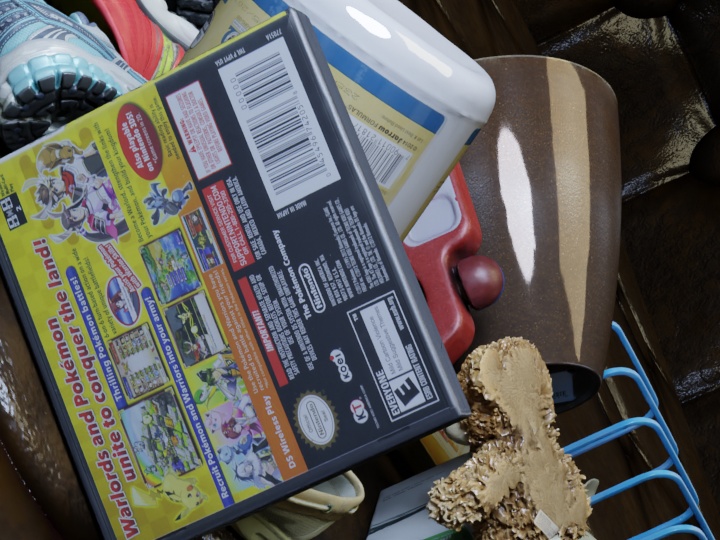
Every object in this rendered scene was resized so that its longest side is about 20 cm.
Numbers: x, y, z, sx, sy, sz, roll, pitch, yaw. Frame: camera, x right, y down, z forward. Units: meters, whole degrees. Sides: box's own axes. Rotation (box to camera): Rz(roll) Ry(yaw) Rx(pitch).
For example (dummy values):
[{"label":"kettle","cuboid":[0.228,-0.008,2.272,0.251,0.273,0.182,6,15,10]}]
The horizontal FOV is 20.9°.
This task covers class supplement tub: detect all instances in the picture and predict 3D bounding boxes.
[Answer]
[{"label":"supplement tub","cuboid":[-0.041,-0.050,0.981,0.144,0.201,0.145,34,11,-7]}]

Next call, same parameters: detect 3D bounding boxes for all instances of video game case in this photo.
[{"label":"video game case","cuboid":[-0.068,0.009,0.895,0.202,0.180,0.025,67,14,9]}]

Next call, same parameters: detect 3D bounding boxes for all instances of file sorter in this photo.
[{"label":"file sorter","cuboid":[0.163,0.155,1.335,0.139,0.122,0.201,55,14,-44]}]

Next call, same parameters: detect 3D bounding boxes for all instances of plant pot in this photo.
[{"label":"plant pot","cuboid":[0.100,-0.008,1.311,0.187,0.185,0.202,44,33,-58]}]

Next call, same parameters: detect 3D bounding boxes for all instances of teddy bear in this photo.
[{"label":"teddy bear","cuboid":[0.093,0.144,1.180,0.145,0.066,0.201,-32,100,-46]}]

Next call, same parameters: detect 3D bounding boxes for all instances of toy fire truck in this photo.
[{"label":"toy fire truck","cuboid":[0.000,0.000,1.220,0.112,0.167,0.201,46,23,-55]}]

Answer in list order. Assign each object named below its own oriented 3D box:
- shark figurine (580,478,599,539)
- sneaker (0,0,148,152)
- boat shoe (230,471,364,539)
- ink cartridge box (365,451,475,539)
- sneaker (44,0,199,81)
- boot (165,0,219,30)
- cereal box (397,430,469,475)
[{"label":"shark figurine","cuboid":[0.185,0.270,1.707,0.215,0.089,0.129,49,52,-28]},{"label":"sneaker","cuboid":[-0.137,-0.094,1.051,0.087,0.077,0.200,64,9,24]},{"label":"boat shoe","cuboid":[-0.065,0.088,1.031,0.201,0.063,0.074,52,18,-47]},{"label":"ink cartridge box","cuboid":[0.067,0.222,1.275,0.148,0.082,0.200,63,12,-10]},{"label":"sneaker","cuboid":[-0.139,-0.115,1.134,0.200,0.076,0.085,51,37,-33]},{"label":"boot","cuboid":[-0.091,-0.190,1.160,0.080,0.157,0.212,-56,144,-25]},{"label":"cereal box","cuboid":[0.094,0.072,1.507,0.201,0.039,0.144,-55,129,-29]}]
